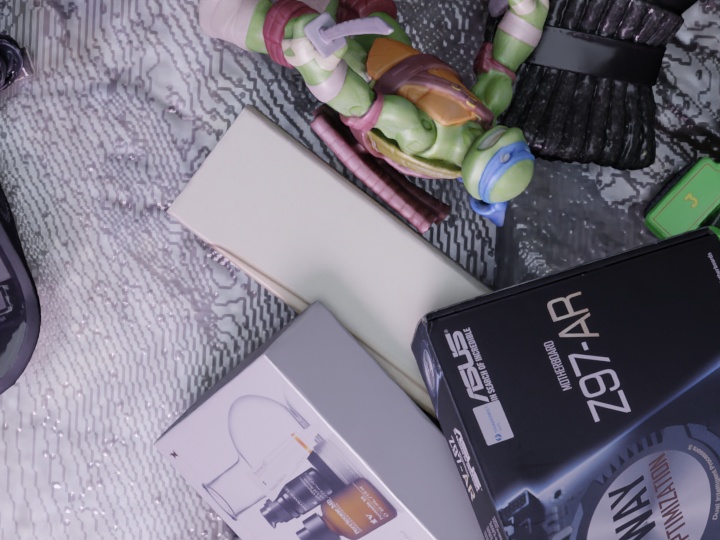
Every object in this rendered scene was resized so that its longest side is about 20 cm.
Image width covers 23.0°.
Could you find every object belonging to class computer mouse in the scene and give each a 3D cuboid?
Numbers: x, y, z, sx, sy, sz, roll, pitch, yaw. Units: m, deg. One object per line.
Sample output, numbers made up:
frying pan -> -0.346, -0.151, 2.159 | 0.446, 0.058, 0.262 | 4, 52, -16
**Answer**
computer mouse -> -0.227, -0.023, 0.972 | 0.138, 0.053, 0.200 | -16, 82, -1

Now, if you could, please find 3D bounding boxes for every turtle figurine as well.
turtle figurine -> 0.019, -0.132, 0.883 | 0.194, 0.200, 0.144 | 34, 71, 33

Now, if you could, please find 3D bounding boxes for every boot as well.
boot -> 0.165, -0.131, 0.951 | 0.211, 0.079, 0.158 | 2, 86, 10

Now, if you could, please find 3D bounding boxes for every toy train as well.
toy train -> 0.235, -0.081, 0.978 | 0.056, 0.042, 0.200 | 44, 91, 8

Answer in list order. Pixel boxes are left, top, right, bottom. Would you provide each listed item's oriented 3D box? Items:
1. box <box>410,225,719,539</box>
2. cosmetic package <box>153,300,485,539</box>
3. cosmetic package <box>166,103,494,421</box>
box -> 0.133, 0.094, 0.851 | 0.160, 0.044, 0.200 | -16, 70, -12
cosmetic package -> -0.001, 0.127, 0.930 | 0.200, 0.151, 0.052 | 47, 56, -2
cosmetic package -> 0.000, 0.000, 0.946 | 0.200, 0.104, 0.073 | 37, 92, -1
